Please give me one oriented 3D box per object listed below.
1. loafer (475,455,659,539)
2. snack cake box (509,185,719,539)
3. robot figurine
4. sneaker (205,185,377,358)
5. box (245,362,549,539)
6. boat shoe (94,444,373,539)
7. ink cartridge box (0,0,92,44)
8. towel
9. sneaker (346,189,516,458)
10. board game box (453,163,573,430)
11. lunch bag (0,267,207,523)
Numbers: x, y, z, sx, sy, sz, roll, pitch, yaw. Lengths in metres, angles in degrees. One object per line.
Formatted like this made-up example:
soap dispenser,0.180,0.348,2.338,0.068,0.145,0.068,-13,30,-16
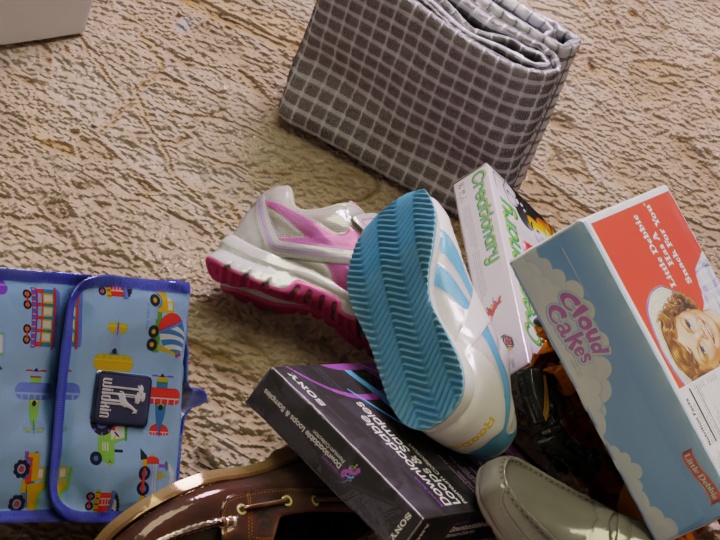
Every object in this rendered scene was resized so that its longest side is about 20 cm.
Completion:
loafer,0.156,0.175,1.574,0.200,0.070,0.070,36,37,-21
snack cake box,0.189,0.057,1.579,0.115,0.067,0.201,-21,82,-52
robot figurine,0.176,0.106,1.648,0.200,0.058,0.145,57,38,-17
sneaker,0.000,0.000,1.718,0.199,0.081,0.088,23,74,1
box,0.033,0.114,1.607,0.143,0.036,0.200,43,21,23
boat shoe,-0.072,0.159,1.542,0.200,0.071,0.070,-19,58,-39
ink cartridge box,-0.273,-0.285,1.848,0.146,0.200,0.147,-12,50,-35
towel,0.044,-0.144,1.858,0.200,0.166,0.086,29,47,10
sneaker,0.048,0.035,1.635,0.081,0.076,0.201,35,33,-42
board game box,0.124,0.033,1.746,0.126,0.035,0.200,41,27,-37
lunch bag,-0.188,0.077,1.529,0.199,0.094,0.151,4,87,-31
